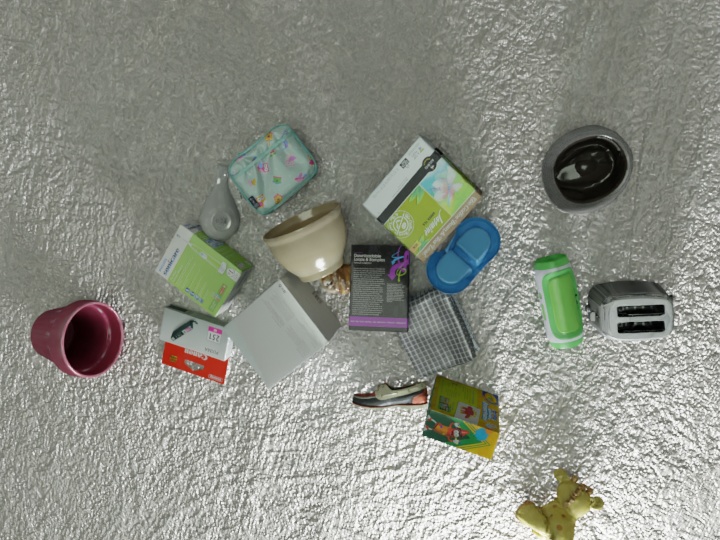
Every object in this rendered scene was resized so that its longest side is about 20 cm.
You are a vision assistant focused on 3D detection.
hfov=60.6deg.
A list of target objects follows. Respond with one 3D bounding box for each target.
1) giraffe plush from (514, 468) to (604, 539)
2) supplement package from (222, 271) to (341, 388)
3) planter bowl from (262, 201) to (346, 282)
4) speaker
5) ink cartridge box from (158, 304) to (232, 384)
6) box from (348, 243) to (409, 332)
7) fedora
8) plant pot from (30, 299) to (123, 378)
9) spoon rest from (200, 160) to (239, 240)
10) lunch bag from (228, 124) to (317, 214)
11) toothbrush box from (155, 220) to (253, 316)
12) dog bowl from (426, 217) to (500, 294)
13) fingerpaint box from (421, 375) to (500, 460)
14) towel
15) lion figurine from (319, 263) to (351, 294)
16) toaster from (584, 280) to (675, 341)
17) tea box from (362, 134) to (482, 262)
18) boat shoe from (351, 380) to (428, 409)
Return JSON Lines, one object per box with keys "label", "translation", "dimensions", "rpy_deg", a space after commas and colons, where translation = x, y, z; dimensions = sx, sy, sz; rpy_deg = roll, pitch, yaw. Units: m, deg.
{"label": "giraffe plush", "translation": [0.484, 0.575, 1.479], "dimensions": [0.172, 0.200, 0.163], "rpy_deg": [38, 77, 5]}
{"label": "supplement package", "translation": [-0.190, 0.139, 1.524], "dimensions": [0.199, 0.147, 0.192], "rpy_deg": [-38, 92, 16]}
{"label": "planter bowl", "translation": [-0.113, -0.059, 1.452], "dimensions": [0.197, 0.201, 0.137], "rpy_deg": [-20, 107, 15]}
{"label": "speaker", "translation": [0.453, 0.070, 1.408], "dimensions": [0.087, 0.088, 0.205], "rpy_deg": [-12, 98, 14]}
{"label": "ink cartridge box", "translation": [-0.443, 0.203, 1.645], "dimensions": [0.196, 0.044, 0.177], "rpy_deg": [16, 103, 8]}
{"label": "box", "translation": [0.046, 0.040, 1.445], "dimensions": [0.139, 0.036, 0.205], "rpy_deg": [2, 89, 6]}
{"label": "fedora", "translation": [0.484, -0.220, 1.340], "dimensions": [0.197, 0.090, 0.179], "rpy_deg": [-28, 96, 9]}
{"label": "plant pot", "translation": [-0.767, 0.175, 1.642], "dimensions": [0.175, 0.199, 0.205], "rpy_deg": [3, 103, 27]}
{"label": "spoon rest", "translation": [-0.346, -0.176, 1.539], "dimensions": [0.097, 0.061, 0.205], "rpy_deg": [3, 107, -21]}
{"label": "lunch bag", "translation": [-0.212, -0.240, 1.469], "dimensions": [0.199, 0.077, 0.161], "rpy_deg": [-38, 98, 1]}
{"label": "toothbrush box", "translation": [-0.397, -0.006, 1.571], "dimensions": [0.198, 0.086, 0.147], "rpy_deg": [35, 106, 2]}
{"label": "dog bowl", "translation": [0.237, -0.028, 1.416], "dimensions": [0.111, 0.050, 0.200], "rpy_deg": [41, 83, 18]}
{"label": "fingerpaint box", "translation": [0.239, 0.341, 1.447], "dimensions": [0.163, 0.200, 0.075], "rpy_deg": [17, 106, 7]}
{"label": "towel", "translation": [0.178, 0.149, 1.482], "dimensions": [0.163, 0.086, 0.203], "rpy_deg": [-25, 95, 16]}
{"label": "lion figurine", "translation": [0.000, 0.000, 1.506], "dimensions": [0.199, 0.072, 0.123], "rpy_deg": [-37, 82, 2]}
{"label": "toaster", "translation": [0.604, 0.090, 1.357], "dimensions": [0.195, 0.129, 0.116], "rpy_deg": [-2, 102, 12]}
{"label": "tea box", "translation": [0.144, -0.165, 1.400], "dimensions": [0.196, 0.134, 0.201], "rpy_deg": [42, 106, 0]}
{"label": "boat shoe", "translation": [0.073, 0.312, 1.544], "dimensions": [0.195, 0.071, 0.064], "rpy_deg": [-3, 95, 11]}
